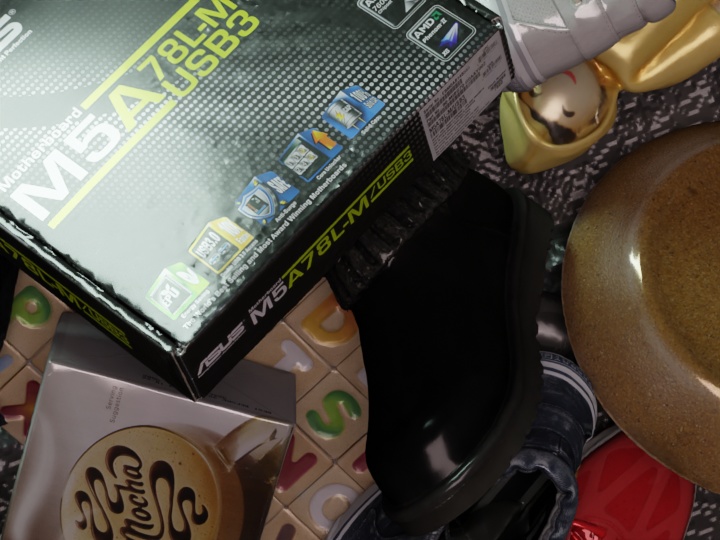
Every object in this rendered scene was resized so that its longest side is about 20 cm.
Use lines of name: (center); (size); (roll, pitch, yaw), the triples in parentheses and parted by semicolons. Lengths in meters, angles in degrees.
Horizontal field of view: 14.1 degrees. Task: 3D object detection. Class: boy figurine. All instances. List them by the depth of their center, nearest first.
boy figurine: (0.121, -0.136, 1.343); (0.124, 0.064, 0.200); (37, 86, -6)

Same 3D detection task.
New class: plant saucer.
plant saucer: (0.192, 0.010, 1.318); (0.199, 0.035, 0.201); (4, 61, -8)

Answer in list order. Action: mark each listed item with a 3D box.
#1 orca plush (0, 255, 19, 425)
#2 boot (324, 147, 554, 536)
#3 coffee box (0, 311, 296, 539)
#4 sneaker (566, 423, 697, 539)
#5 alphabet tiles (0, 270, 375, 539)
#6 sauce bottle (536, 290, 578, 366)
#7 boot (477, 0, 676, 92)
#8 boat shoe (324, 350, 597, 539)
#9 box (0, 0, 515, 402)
orca plush: (-0.197, -0.023, 1.286); (0.105, 0.071, 0.201); (17, 103, 16)
boot: (-0.002, 0.001, 1.250); (0.158, 0.212, 0.079); (38, 125, -22)
coffee box: (-0.108, 0.135, 1.308); (0.112, 0.080, 0.201); (16, 105, -5)
sneaker: (0.097, 0.161, 1.325); (0.078, 0.116, 0.201); (31, 90, -4)
alphabet tiles: (-0.070, 0.054, 1.333); (0.200, 0.008, 0.167); (44, 108, -12)
sauce bottle: (0.157, 0.042, 1.352); (0.199, 0.065, 0.065); (12, 91, -2)
boot: (0.077, -0.181, 1.303); (0.095, 0.074, 0.201); (-22, 69, 11)
boat shoe: (0.031, 0.127, 1.295); (0.071, 0.091, 0.201); (32, 119, -8)
box: (-0.070, -0.071, 1.214); (0.193, 0.048, 0.200); (36, 72, 28)
